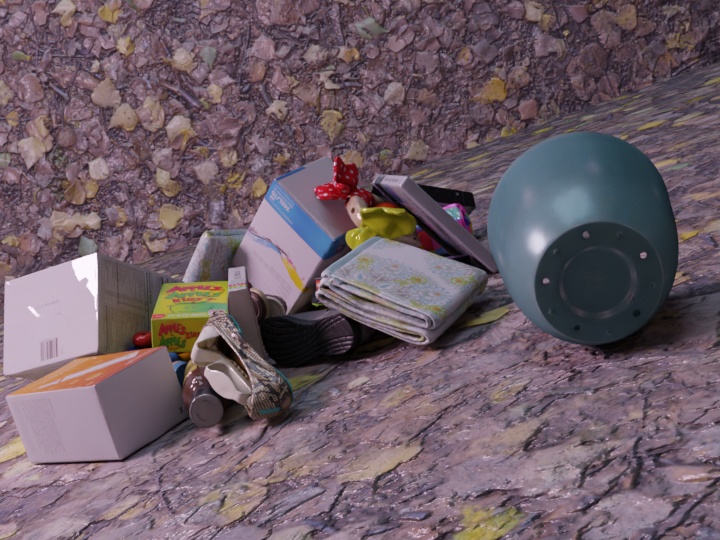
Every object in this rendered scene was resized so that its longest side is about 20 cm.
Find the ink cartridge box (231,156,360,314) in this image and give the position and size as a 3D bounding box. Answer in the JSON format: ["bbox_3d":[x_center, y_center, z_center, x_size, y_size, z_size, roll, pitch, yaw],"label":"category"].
[{"bbox_3d":[-0.090,-0.052,1.636,0.146,0.146,0.201,-30,-20,-49],"label":"ink cartridge box"}]

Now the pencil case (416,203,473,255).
[{"bbox_3d":[0.099,-0.056,1.725,0.196,0.090,0.088,-15,10,12],"label":"pencil case"}]

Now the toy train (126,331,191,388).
[{"bbox_3d":[-0.226,0.124,1.420,0.114,0.087,0.198,14,21,42],"label":"toy train"}]

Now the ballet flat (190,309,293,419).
[{"bbox_3d":[-0.155,0.108,1.162,0.074,0.069,0.200,-9,33,-34],"label":"ballet flat"}]

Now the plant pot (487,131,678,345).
[{"bbox_3d":[0.229,-0.019,0.998,0.197,0.204,0.162,-16,21,12],"label":"plant pot"}]

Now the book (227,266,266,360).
[{"bbox_3d":[-0.155,0.075,1.338,0.047,0.137,0.200,-9,8,-6],"label":"book"}]

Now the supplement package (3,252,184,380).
[{"bbox_3d":[-0.395,0.085,1.483,0.188,0.150,0.199,-14,-19,27],"label":"supplement package"}]

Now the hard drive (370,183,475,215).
[{"bbox_3d":[0.090,-0.102,1.765,0.196,0.039,0.140,5,-29,-29],"label":"hard drive"}]

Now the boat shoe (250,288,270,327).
[{"bbox_3d":[-0.229,0.092,1.550,0.197,0.073,0.072,-23,6,27],"label":"boat shoe"}]

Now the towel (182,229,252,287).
[{"bbox_3d":[-0.241,0.010,1.703,0.048,0.174,0.199,28,15,21],"label":"towel"}]

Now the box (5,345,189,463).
[{"bbox_3d":[-0.336,0.173,1.260,0.197,0.099,0.124,-10,12,38],"label":"box"}]

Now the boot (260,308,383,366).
[{"bbox_3d":[-0.034,0.080,1.344,0.198,0.071,0.130,-2,10,43],"label":"boot"}]

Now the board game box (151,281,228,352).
[{"bbox_3d":[-0.233,0.062,1.376,0.099,0.049,0.200,-3,13,-6],"label":"board game box"}]

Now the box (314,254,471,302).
[{"bbox_3d":[0.049,0.012,1.468,0.197,0.039,0.136,-11,4,-34],"label":"box"}]

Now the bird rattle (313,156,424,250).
[{"bbox_3d":[0.017,-0.078,1.525,0.161,0.114,0.200,23,18,-39],"label":"bird rattle"}]

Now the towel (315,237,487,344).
[{"bbox_3d":[0.054,0.022,1.271,0.169,0.049,0.200,21,27,20],"label":"towel"}]

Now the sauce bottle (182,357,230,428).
[{"bbox_3d":[-0.191,0.148,1.224,0.064,0.066,0.200,-19,10,-3],"label":"sauce bottle"}]

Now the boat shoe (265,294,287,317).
[{"bbox_3d":[-0.196,0.076,1.608,0.197,0.073,0.059,-20,11,30],"label":"boat shoe"}]

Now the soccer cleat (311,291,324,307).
[{"bbox_3d":[0.000,0.000,1.612,0.197,0.083,0.067,-23,11,-24],"label":"soccer cleat"}]

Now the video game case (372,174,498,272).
[{"bbox_3d":[0.114,-0.076,1.521,0.024,0.199,0.182,-50,13,-3],"label":"video game case"}]
